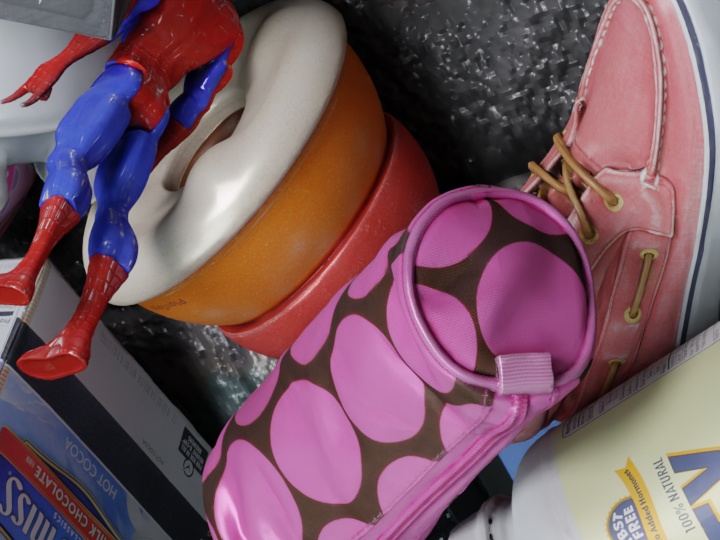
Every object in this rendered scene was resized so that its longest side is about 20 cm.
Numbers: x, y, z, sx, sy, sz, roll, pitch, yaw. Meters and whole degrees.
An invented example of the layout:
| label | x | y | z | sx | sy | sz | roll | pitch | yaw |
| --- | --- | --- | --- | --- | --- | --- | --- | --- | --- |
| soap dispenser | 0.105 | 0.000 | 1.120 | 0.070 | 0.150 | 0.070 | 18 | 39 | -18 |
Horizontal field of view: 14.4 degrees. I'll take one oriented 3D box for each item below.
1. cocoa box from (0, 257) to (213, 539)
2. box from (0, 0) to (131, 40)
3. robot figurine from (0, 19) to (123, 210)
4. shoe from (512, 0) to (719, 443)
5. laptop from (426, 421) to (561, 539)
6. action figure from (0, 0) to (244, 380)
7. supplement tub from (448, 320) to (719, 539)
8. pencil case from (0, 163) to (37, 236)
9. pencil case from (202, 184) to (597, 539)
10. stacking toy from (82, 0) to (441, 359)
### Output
| label | x | y | z | sx | sy | sz | roll | pitch | yaw |
| --- | --- | --- | --- | --- | --- | --- | --- | --- | --- |
| cocoa box | -0.156 | 0.108 | 1.239 | 0.133 | 0.132 | 0.200 | -6 | 139 | 31 |
| box | -0.170 | -0.175 | 1.000 | 0.199 | 0.048 | 0.159 | 11 | 129 | 2 |
| robot figurine | -0.143 | -0.124 | 1.122 | 0.113 | 0.169 | 0.201 | -147 | 51 | -67 |
| shoe | 0.088 | -0.023 | 1.078 | 0.072 | 0.091 | 0.201 | 49 | 148 | 46 |
| laptop | 0.075 | 0.162 | 1.207 | 0.178 | 0.200 | 0.103 | 60 | 164 | -16 |
| action figure | -0.091 | -0.056 | 1.061 | 0.051 | 0.201 | 0.065 | -7 | 136 | 40 |
| supplement tub | 0.147 | 0.096 | 1.063 | 0.200 | 0.145 | 0.145 | -34 | 101 | 16 |
| pencil case | -0.230 | -0.078 | 1.235 | 0.199 | 0.087 | 0.088 | 25 | 128 | 13 |
| pencil case | 0.015 | 0.055 | 1.065 | 0.090 | 0.094 | 0.200 | 11 | 144 | -20 |
| stacking toy | 0.000 | 0.000 | 1.153 | 0.200 | 0.147 | 0.146 | 39 | 133 | -23 |
